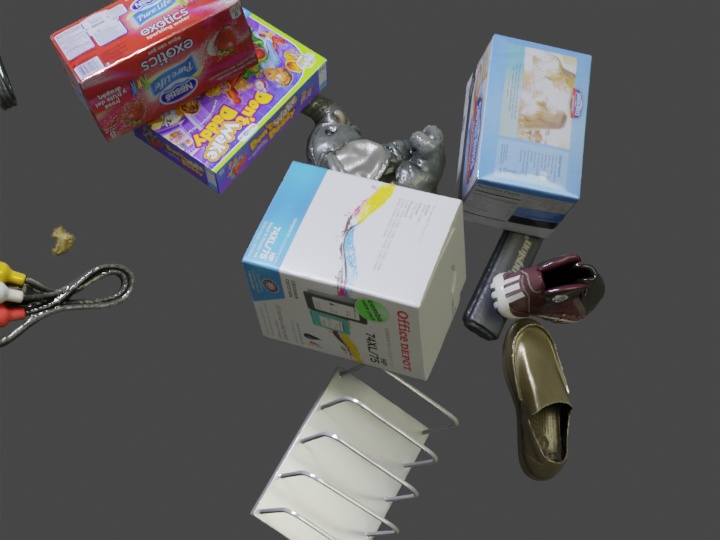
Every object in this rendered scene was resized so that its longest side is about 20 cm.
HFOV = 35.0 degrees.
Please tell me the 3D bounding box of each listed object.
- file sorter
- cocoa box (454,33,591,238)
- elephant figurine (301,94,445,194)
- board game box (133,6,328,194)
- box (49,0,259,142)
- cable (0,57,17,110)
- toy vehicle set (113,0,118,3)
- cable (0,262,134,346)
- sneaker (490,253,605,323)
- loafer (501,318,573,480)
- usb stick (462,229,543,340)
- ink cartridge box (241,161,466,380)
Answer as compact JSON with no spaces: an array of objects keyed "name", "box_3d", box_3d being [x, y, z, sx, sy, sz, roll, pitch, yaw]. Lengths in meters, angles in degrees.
[{"name":"file sorter","box_3d":[-0.002,0.222,1.277,0.138,0.124,0.201,35,69,-10]},{"name":"cocoa box","box_3d":[0.199,-0.165,1.414,0.132,0.131,0.202,11,70,-5]},{"name":"elephant figurine","box_3d":[-0.006,-0.121,1.364,0.198,0.156,0.143,9,118,-8]},{"name":"board game box","box_3d":[-0.150,-0.201,1.327,0.134,0.045,0.200,33,66,17]},{"name":"box","box_3d":[-0.227,-0.246,1.271,0.199,0.096,0.100,-31,53,-12]},{"name":"cable","box_3d":[-0.435,-0.272,1.258,0.050,0.097,0.202,-19,106,-13]},{"name":"toy vehicle set","box_3d":[-0.268,-0.425,1.370,0.124,0.026,0.200,41,68,-8]},{"name":"cable","box_3d":[-0.340,0.034,1.221,0.198,0.050,0.098,1,83,-20]},{"name":"sneaker","box_3d":[0.263,0.019,1.405,0.199,0.115,0.076,-6,77,-41]},{"name":"loafer","box_3d":[0.226,0.156,1.408,0.075,0.067,0.202,-5,80,-22]},{"name":"usb stick","box_3d":[0.188,-0.004,1.448,0.055,0.033,0.201,32,69,-11]},{"name":"ink cartridge box","box_3d":[0.000,0.000,1.235,0.198,0.147,0.147,14,56,17]}]
